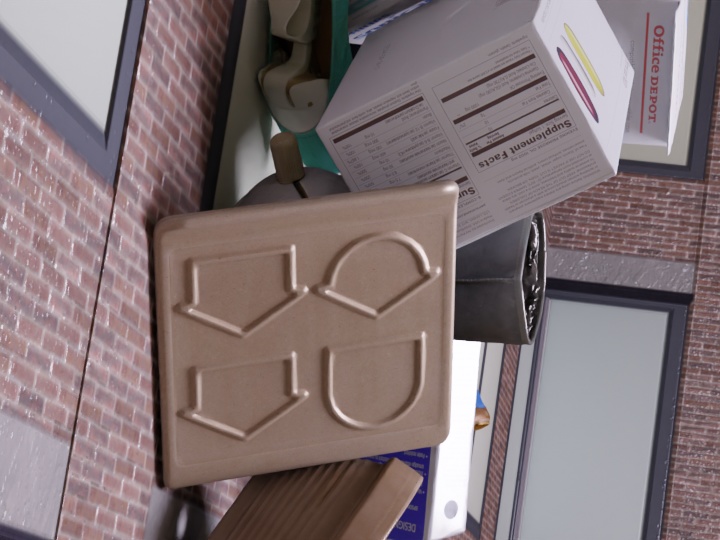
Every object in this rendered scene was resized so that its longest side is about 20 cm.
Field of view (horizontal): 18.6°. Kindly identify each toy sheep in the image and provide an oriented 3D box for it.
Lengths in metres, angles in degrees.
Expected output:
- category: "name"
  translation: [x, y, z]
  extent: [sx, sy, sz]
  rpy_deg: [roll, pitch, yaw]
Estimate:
- category: "toy sheep"
  translation: [-0.030, 0.003, 1.418]
  extent: [0.138, 0.137, 0.201]
  rpy_deg: [-67, 155, -58]

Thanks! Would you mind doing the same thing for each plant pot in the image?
- category: "plant pot"
  translation: [-0.053, 0.189, 1.409]
  extent: [0.201, 0.093, 0.201]
  rpy_deg: [-55, 177, -4]

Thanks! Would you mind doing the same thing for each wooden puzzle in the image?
- category: "wooden puzzle"
  translation: [-0.035, 0.034, 1.331]
  extent: [0.046, 0.185, 0.201]
  rpy_deg: [-119, -154, -54]

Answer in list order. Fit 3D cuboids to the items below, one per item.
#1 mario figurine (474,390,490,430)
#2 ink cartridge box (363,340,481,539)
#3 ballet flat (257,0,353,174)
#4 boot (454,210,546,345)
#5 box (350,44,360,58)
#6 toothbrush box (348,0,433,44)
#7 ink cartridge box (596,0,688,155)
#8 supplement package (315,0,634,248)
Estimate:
- category: "mario figurine"
  translation: [0.037, 0.051, 1.871]
  extent: [0.106, 0.123, 0.201]
  rpy_deg: [2, 68, -55]
- category: "ink cartridge box"
  translation: [0.011, 0.135, 1.634]
  extent: [0.198, 0.043, 0.201]
  rpy_deg: [6, -92, 56]
- category: "ballet flat"
  translation: [-0.041, -0.153, 1.475]
  extent: [0.070, 0.067, 0.201]
  rpy_deg: [-26, 125, -49]
- category: "boot"
  translation: [0.025, 0.038, 1.529]
  extent: [0.073, 0.199, 0.183]
  rpy_deg: [28, 68, -75]
- category: "box"
  translation: [0.092, -0.167, 1.777]
  extent: [0.197, 0.199, 0.124]
  rpy_deg: [62, 35, -73]
- category: "toothbrush box"
  translation: [0.068, -0.225, 1.563]
  extent: [0.200, 0.146, 0.086]
  rpy_deg: [-1, 69, -61]
- category: "ink cartridge box"
  translation: [0.218, -0.168, 1.721]
  extent: [0.200, 0.068, 0.116]
  rpy_deg: [-58, 150, -70]
- category: "supplement package"
  translation: [0.079, -0.110, 1.408]
  extent: [0.111, 0.155, 0.200]
  rpy_deg: [59, 20, -16]
